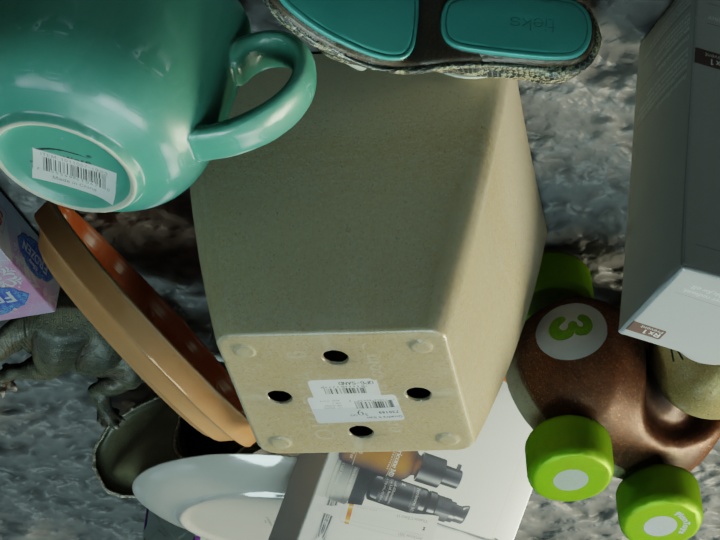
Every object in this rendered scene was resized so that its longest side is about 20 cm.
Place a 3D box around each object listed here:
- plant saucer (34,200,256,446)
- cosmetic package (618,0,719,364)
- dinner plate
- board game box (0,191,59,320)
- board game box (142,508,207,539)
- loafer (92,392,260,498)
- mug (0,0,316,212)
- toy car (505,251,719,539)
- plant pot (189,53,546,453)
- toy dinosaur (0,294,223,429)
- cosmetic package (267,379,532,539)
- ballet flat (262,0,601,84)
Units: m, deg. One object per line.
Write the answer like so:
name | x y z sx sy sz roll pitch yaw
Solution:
plant saucer | -0.136 0.037 1.637 0.032 0.200 0.200 -42 135 1
cosmetic package | 0.209 -0.051 1.434 0.106 0.201 0.090 15 146 -15
dinner plate | -0.060 0.167 1.815 0.199 0.024 0.200 2 158 1
board game box | -0.326 -0.026 1.690 0.199 0.041 0.200 -9 144 21
board game box | -0.058 0.231 1.979 0.199 0.104 0.105 21 144 -22
loafer | -0.118 0.109 1.817 0.199 0.076 0.070 -25 170 32
mug | -0.137 -0.106 1.450 0.184 0.115 0.152 -12 139 43
toy car | 0.204 0.044 1.627 0.157 0.165 0.200 28 131 -30
plant pot | 0.000 0.000 1.563 0.198 0.178 0.200 -2 145 11
toy dinosaur | -0.190 0.049 1.771 0.199 0.077 0.102 18 134 -14
cosmetic package | 0.042 0.120 1.726 0.150 0.201 0.052 19 -179 -24
ballet flat | 0.034 -0.134 1.466 0.199 0.068 0.075 9 162 -9
